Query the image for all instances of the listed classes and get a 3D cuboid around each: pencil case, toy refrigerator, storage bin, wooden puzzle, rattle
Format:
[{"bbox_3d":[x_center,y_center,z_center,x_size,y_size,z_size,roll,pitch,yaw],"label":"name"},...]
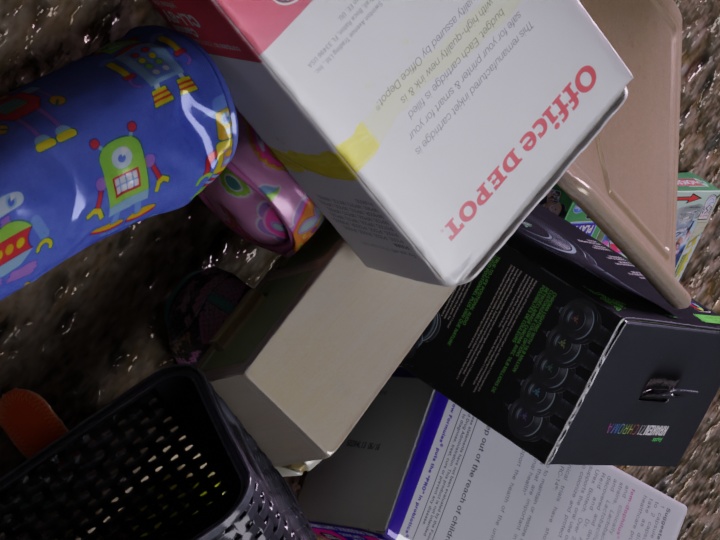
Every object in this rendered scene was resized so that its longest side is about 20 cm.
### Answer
[{"bbox_3d":[-0.144,-0.036,1.306,0.200,0.078,0.087,-33,116,-36],"label":"pencil case"},{"bbox_3d":[0.000,0.000,1.480,0.200,0.070,0.076,-53,-162,-24],"label":"toy refrigerator"},{"bbox_3d":[-0.124,0.156,1.408,0.200,0.135,0.094,-34,124,1],"label":"storage bin"},{"bbox_3d":[0.130,-0.098,1.561,0.185,0.037,0.201,41,44,-57],"label":"wooden puzzle"},{"bbox_3d":[-0.002,-0.101,1.468,0.200,0.087,0.088,-48,151,-17],"label":"pencil case"},{"bbox_3d":[-0.106,0.142,1.503,0.130,0.143,0.200,-32,155,-5],"label":"rattle"}]

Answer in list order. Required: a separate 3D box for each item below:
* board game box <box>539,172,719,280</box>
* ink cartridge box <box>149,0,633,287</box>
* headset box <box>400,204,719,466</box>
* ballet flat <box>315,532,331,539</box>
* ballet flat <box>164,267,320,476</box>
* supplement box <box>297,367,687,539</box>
[{"bbox_3d":[0.148,0.002,1.869,0.200,0.029,0.135,-4,122,-57],"label":"board game box"},{"bbox_3d":[0.013,-0.112,1.375,0.145,0.083,0.200,-48,118,-17],"label":"ink cartridge box"},{"bbox_3d":[0.096,0.028,1.628,0.174,0.200,0.093,8,112,-59],"label":"headset box"},{"bbox_3d":[-0.075,0.205,1.692,0.200,0.068,0.067,-51,145,-13],"label":"ballet flat"},{"bbox_3d":[-0.051,0.069,1.577,0.069,0.071,0.200,-49,152,-17],"label":"ballet flat"},{"bbox_3d":[0.076,0.141,1.706,0.200,0.101,0.104,28,76,-30],"label":"supplement box"}]
